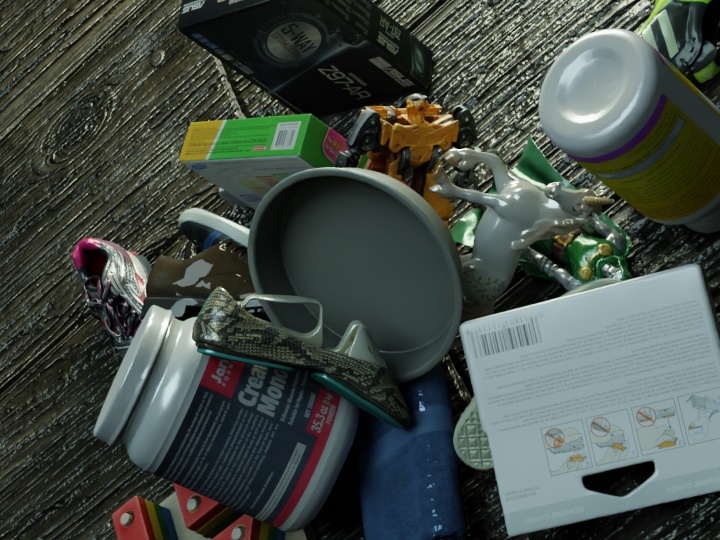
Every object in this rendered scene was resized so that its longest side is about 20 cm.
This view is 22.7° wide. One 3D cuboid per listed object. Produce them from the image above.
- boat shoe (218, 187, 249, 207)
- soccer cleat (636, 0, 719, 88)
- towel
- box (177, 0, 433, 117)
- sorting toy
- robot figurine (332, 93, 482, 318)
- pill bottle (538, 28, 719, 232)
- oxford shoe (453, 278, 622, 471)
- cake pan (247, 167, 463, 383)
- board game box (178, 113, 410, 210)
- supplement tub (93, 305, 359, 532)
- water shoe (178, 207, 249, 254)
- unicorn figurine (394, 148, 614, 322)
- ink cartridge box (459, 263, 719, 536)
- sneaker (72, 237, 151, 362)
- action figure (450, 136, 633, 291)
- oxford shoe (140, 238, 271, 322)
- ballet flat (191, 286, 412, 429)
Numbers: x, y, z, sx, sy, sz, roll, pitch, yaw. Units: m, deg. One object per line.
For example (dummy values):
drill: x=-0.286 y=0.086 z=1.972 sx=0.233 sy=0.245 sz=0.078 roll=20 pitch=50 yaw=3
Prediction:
boat shoe: x=-0.059 y=-0.106 z=1.767 sx=0.199 sy=0.071 sz=0.070 roll=-5 pitch=67 yaw=47
soccer cleat: x=0.258 y=-0.169 z=1.528 sx=0.081 sy=0.067 sz=0.201 roll=32 pitch=90 yaw=33
towel: x=0.043 y=0.161 z=1.532 sx=0.112 sy=0.048 sz=0.201 roll=-42 pitch=41 yaw=40
box: x=-0.051 y=-0.221 z=1.724 sx=0.160 sy=0.200 sz=0.044 roll=-10 pitch=62 yaw=36
sorting toy: x=-0.142 y=0.263 z=1.636 sx=0.200 sy=0.070 sz=0.199 roll=-39 pitch=48 yaw=18
robot figurine: x=0.030 y=-0.060 z=1.557 sx=0.058 sy=0.144 sz=0.201 roll=39 pitch=126 yaw=51
pill bottle: x=0.233 y=-0.101 z=1.412 sx=0.104 sy=0.200 sz=0.105 roll=-20 pitch=55 yaw=32
oxford shoe: x=0.152 y=0.083 z=1.486 sx=0.075 sy=0.058 sz=0.200 roll=43 pitch=99 yaw=5
cake pan: x=0.000 y=0.000 z=1.501 sx=0.200 sy=0.201 sz=0.037 roll=-15 pitch=18 yaw=35
board game box: x=-0.044 y=-0.077 z=1.641 sx=0.152 sy=0.200 sz=0.041 roll=1 pitch=68 yaw=41
supplement tub: x=-0.113 y=0.126 z=1.544 sx=0.141 sy=0.199 sz=0.140 roll=-62 pitch=9 yaw=18
water shoe: x=-0.124 y=-0.004 z=1.762 sx=0.200 sy=0.071 sz=0.079 roll=22 pitch=85 yaw=46
unicorn figurine: x=0.115 y=-0.037 z=1.493 sx=0.200 sy=0.137 sz=0.074 roll=-63 pitch=-2 yaw=39
ink cartridge box: x=0.193 y=0.103 z=1.415 sx=0.199 sy=0.044 sz=0.175 roll=-15 pitch=82 yaw=15
sneaker: x=-0.241 y=0.044 z=1.836 sx=0.081 sy=0.075 sz=0.200 roll=-48 pitch=46 yaw=10
action figure: x=0.166 y=-0.034 z=1.543 sx=0.118 sy=0.055 sz=0.200 roll=-53 pitch=49 yaw=2
oxford shoe: x=-0.110 y=0.009 z=1.672 sx=0.199 sy=0.073 sz=0.085 roll=2 pitch=76 yaw=18
ballet flat: x=-0.038 y=0.064 z=1.483 sx=0.068 sy=0.199 sz=0.076 roll=169 pitch=123 yaw=-79
